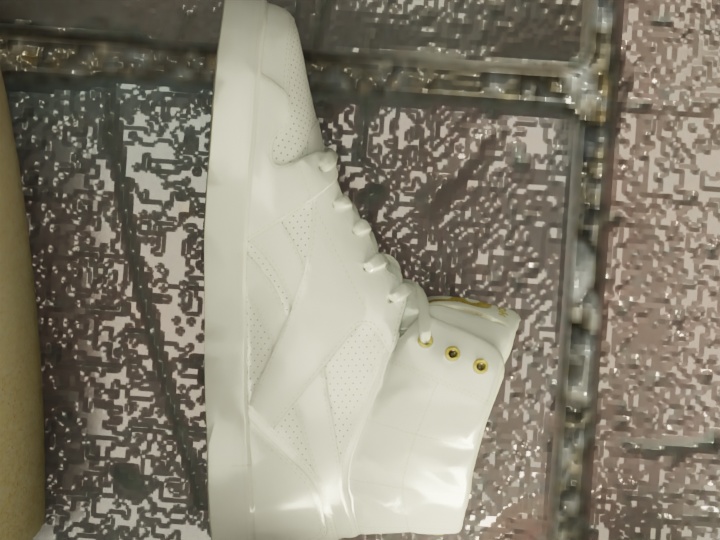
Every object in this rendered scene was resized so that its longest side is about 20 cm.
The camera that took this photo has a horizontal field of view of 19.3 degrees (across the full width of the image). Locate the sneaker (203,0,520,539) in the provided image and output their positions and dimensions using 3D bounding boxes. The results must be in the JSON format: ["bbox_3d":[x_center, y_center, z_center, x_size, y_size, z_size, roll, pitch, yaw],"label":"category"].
[{"bbox_3d":[0.000,0.000,0.768,0.115,0.074,0.202,-1,98,0],"label":"sneaker"}]

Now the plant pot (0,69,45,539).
[{"bbox_3d":[-0.188,0.013,0.730,0.186,0.187,0.201,-18,102,1],"label":"plant pot"}]
